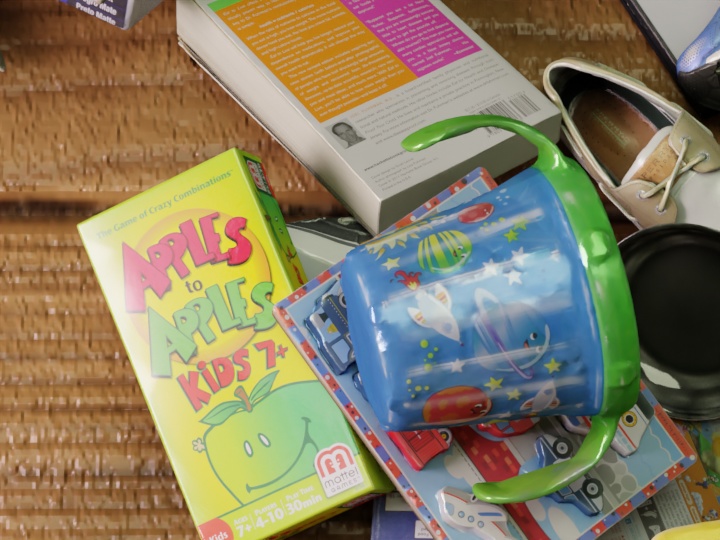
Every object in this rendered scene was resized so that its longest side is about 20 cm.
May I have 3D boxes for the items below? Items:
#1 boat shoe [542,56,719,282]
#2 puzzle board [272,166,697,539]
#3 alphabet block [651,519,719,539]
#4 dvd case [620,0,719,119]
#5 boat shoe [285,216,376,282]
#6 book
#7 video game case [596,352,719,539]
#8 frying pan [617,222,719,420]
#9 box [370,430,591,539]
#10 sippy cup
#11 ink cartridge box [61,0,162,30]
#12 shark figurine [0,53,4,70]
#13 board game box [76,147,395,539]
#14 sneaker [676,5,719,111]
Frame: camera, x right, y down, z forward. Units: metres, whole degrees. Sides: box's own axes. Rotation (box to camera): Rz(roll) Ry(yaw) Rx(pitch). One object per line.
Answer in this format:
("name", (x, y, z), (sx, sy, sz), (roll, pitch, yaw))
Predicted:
("boat shoe", (0.174, -0.051, 1.524), (0.200, 0.068, 0.075), (40, 93, 32))
("puzzle board", (0.069, 0.061, 1.441), (0.150, 0.017, 0.200), (-34, 85, -21))
("alphabet block", (0.235, 0.231, 1.342), (0.194, 0.200, 0.198), (-10, 71, -6))
("dvd case", (0.255, -0.190, 1.647), (0.199, 0.018, 0.143), (-26, 68, -14))
("boat shoe", (0.000, 0.000, 1.525), (0.199, 0.072, 0.068), (4, 30, 15))
("book", (0.003, -0.117, 1.558), (0.133, 0.048, 0.200), (-27, 55, -26))
("video game case", (0.181, 0.115, 1.502), (0.199, 0.018, 0.144), (-17, 66, -10))
("frying pan", (0.216, 0.025, 1.471), (0.189, 0.116, 0.031), (-2, 18, 21))
("box", (0.066, 0.144, 1.462), (0.120, 0.032, 0.201), (1, 68, 9))
("sippy cup", (0.061, 0.022, 1.379), (0.130, 0.140, 0.179), (-13, 67, -8))
("ink cartridge box", (-0.200, -0.206, 1.565), (0.199, 0.041, 0.200), (25, 28, 9))
("shark figurine", (-0.289, -0.126, 1.546), (0.089, 0.215, 0.128), (-34, 102, 24))
("board game box", (-0.068, 0.047, 1.466), (0.101, 0.048, 0.201), (-25, 79, 12))
("sneaker", (0.245, -0.175, 1.598), (0.089, 0.079, 0.200), (31, 64, 27))
